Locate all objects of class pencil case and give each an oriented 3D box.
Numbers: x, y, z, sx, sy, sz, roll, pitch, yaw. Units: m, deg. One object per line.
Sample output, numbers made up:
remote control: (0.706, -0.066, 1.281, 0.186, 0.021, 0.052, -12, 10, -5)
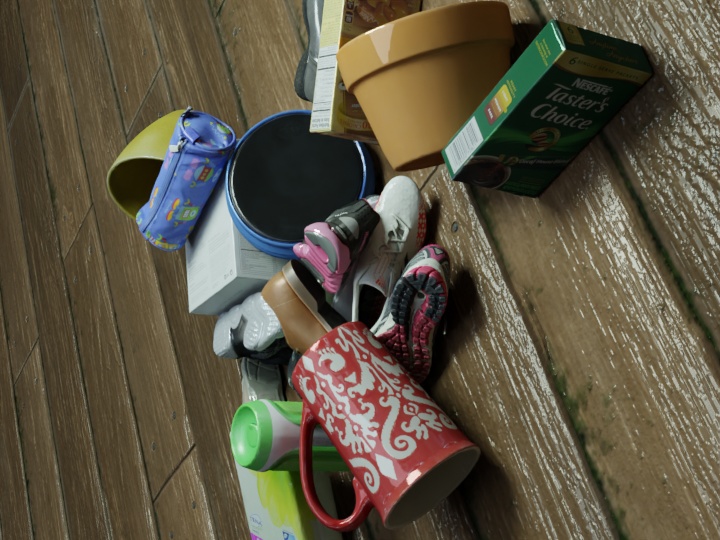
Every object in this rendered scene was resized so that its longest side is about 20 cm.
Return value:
pencil case: (-0.237, -0.118, 1.627, 0.078, 0.086, 0.201, 49, 128, 23)

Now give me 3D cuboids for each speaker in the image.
speaker: (-0.051, 0.198, 1.452, 0.088, 0.198, 0.090, -14, 72, 55)

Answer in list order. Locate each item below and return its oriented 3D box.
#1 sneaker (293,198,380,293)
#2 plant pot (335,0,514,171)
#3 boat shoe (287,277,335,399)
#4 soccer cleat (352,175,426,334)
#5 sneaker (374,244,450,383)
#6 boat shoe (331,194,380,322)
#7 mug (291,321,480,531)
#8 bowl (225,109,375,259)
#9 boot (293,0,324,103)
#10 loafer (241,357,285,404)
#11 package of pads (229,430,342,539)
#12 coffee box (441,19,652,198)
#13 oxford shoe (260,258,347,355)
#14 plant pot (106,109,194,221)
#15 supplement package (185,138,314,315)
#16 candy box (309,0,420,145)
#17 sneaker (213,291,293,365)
sneaker: (-0.021, -0.036, 1.445, 0.095, 0.079, 0.200, -45, 2, -14)
plant pot: (0.084, -0.194, 1.336, 0.199, 0.198, 0.142, -18, 85, 55)
boat shoe: (-0.055, 0.073, 1.599, 0.067, 0.071, 0.203, 31, 114, 54)
soccer cleat: (0.030, -0.012, 1.453, 0.068, 0.085, 0.203, 19, 104, 12)
sneaker: (0.064, 0.060, 1.425, 0.075, 0.080, 0.201, -65, -2, -49)
boat shoe: (0.000, 0.000, 1.537, 0.066, 0.069, 0.203, -124, 42, -72)
mug: (0.005, 0.173, 1.341, 0.201, 0.176, 0.134, 51, 150, 24)
bowl: (-0.080, -0.115, 1.573, 0.039, 0.197, 0.204, 68, -165, -71)
boot: (-0.023, -0.308, 1.632, 0.131, 0.069, 0.203, 32, 122, 52)
loafer: (-0.136, 0.209, 1.717, 0.063, 0.071, 0.202, 116, 151, -54)
package of pads: (-0.094, 0.297, 1.574, 0.154, 0.068, 0.203, 9, 113, 56)
coffee box: (0.183, -0.157, 1.221, 0.200, 0.122, 0.044, -49, 45, 40)
oxford shoe: (-0.048, 0.087, 1.488, 0.071, 0.071, 0.201, -37, 86, 15)
plant pot: (-0.281, -0.165, 1.913, 0.200, 0.199, 0.143, -35, 32, 49)
supplement package: (-0.148, -0.054, 1.693, 0.151, 0.149, 0.203, -32, 59, 51)
candy box: (0.007, -0.264, 1.519, 0.055, 0.114, 0.203, 4, 88, 58)
sneaker: (-0.115, 0.081, 1.649, 0.199, 0.112, 0.077, -20, 63, 56)
